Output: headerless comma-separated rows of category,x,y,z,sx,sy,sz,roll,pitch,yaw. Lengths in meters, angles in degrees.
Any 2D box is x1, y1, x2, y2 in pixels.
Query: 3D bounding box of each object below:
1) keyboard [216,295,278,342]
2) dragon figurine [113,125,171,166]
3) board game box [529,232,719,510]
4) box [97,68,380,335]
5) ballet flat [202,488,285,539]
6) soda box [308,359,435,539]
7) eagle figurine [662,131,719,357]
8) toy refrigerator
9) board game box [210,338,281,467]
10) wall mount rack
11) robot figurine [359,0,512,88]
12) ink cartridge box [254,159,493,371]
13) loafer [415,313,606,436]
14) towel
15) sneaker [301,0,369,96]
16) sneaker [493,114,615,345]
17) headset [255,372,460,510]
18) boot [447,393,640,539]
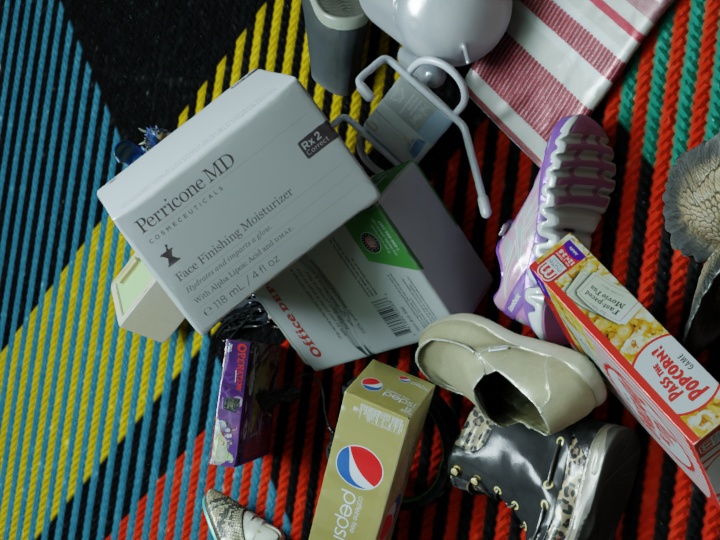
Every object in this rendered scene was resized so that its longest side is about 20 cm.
keyboard,-0.120,0.017,1.473,0.200,0.040,0.104,-14,72,43
dragon figurine,-0.253,-0.115,1.559,0.099,0.200,0.059,13,115,17
board game box,0.223,0.080,1.045,0.046,0.152,0.200,-38,52,-1
box,-0.116,-0.069,1.213,0.199,0.131,0.200,-38,17,-5
ballet flat,-0.102,0.312,1.395,0.075,0.068,0.200,-23,71,16
soda box,0.007,0.185,1.223,0.064,0.068,0.200,22,120,14
eagle figurine,0.300,-0.037,1.012,0.200,0.152,0.151,-27,84,33
toy refrigerator,-0.199,-0.020,1.518,0.200,0.070,0.076,-49,38,23
board game box,-0.111,0.130,1.353,0.032,0.200,0.120,11,88,6
wall mount rack,0.050,-0.104,1.277,0.174,0.075,0.200,43,149,0
robot figurine,0.069,-0.260,1.267,0.200,0.113,0.170,-129,38,-53
ink cartridge box,0.000,0.000,1.276,0.200,0.083,0.147,-19,113,42
loafer,0.112,0.089,1.144,0.200,0.068,0.076,8,131,49
towel,0.186,-0.208,1.226,0.200,0.023,0.144,-56,50,23
sneaker,-0.038,-0.278,1.424,0.200,0.075,0.106,-101,13,-44
sneaker,0.161,-0.039,1.184,0.088,0.080,0.201,12,92,53
headset,-0.001,0.152,1.287,0.200,0.094,0.124,23,107,31
boot,0.141,0.205,1.158,0.150,0.073,0.200,22,94,43
